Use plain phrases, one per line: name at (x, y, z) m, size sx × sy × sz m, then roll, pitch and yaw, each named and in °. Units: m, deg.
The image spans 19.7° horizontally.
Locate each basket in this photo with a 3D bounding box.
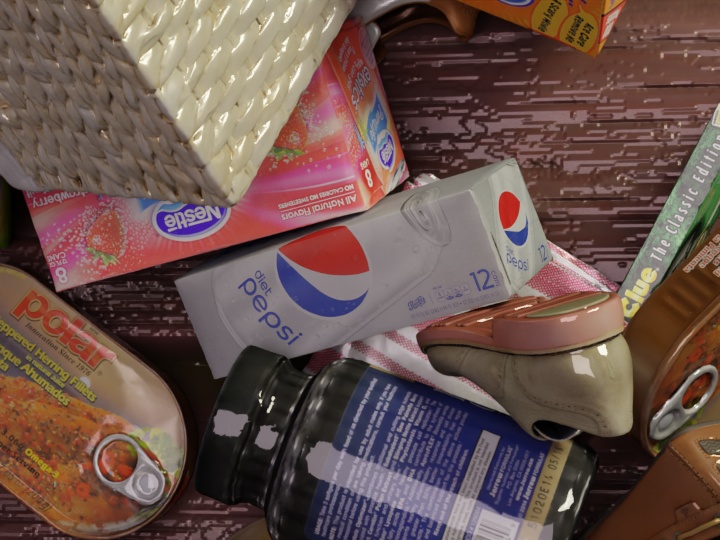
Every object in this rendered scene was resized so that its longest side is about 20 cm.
basket at (-0.121, -0.163, 1.046) m, size 0.160 × 0.199 × 0.201 m, roll 10°, pitch 58°, yaw 35°

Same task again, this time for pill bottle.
pill bottle at (0.018, 0.114, 1.112) m, size 0.199 × 0.112 × 0.112 m, roll 20°, pitch 91°, yaw 7°

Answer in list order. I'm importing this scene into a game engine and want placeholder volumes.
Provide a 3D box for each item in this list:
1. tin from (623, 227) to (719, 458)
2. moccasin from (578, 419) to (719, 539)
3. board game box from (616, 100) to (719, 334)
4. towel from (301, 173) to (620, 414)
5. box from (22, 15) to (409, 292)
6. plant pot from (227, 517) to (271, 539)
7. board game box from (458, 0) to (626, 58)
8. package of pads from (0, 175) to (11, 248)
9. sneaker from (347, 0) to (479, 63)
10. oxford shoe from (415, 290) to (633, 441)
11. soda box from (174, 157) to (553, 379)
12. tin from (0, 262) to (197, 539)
tin at (0.209, 0.015, 1.096) m, size 0.200 × 0.112 × 0.042 m, roll -43°, pitch 51°, yaw -9°
moccasin at (0.164, 0.158, 1.100) m, size 0.073 × 0.202 × 0.078 m, roll -4°, pitch 57°, yaw -29°
board game box at (0.173, -0.016, 1.143) m, size 0.023 × 0.105 × 0.201 m, roll 29°, pitch 92°, yaw 16°
towel at (0.046, 0.062, 1.205) m, size 0.146 × 0.030 × 0.201 m, roll 30°, pitch 96°, yaw 12°
box at (-0.086, -0.066, 1.180) m, size 0.199 × 0.095 × 0.103 m, roll -13°, pitch 100°, yaw 20°
plant pot at (0.011, 0.197, 1.107) m, size 0.199 × 0.200 × 0.028 m, roll 23°, pitch 118°, yaw 12°
board game box at (0.082, -0.276, 1.101) m, size 0.199 × 0.200 × 0.201 m, roll 24°, pitch 70°, yaw 12°
package of pads at (-0.239, -0.097, 1.184) m, size 0.068 × 0.200 × 0.156 m, roll -3°, pitch 85°, yaw -7°
sneaker at (-0.027, -0.162, 1.209) m, size 0.199 × 0.073 × 0.085 m, roll 0°, pitch 84°, yaw 10°
oxford shoe at (0.081, 0.054, 1.075) m, size 0.070 × 0.200 × 0.074 m, roll -17°, pitch 93°, yaw -15°
soda box at (0.000, 0.000, 1.146) m, size 0.199 × 0.068 × 0.064 m, roll -16°, pitch 101°, yaw 31°
tin at (-0.186, 0.077, 1.246) m, size 0.200 × 0.042 × 0.112 m, roll 37°, pitch 98°, yaw 12°
